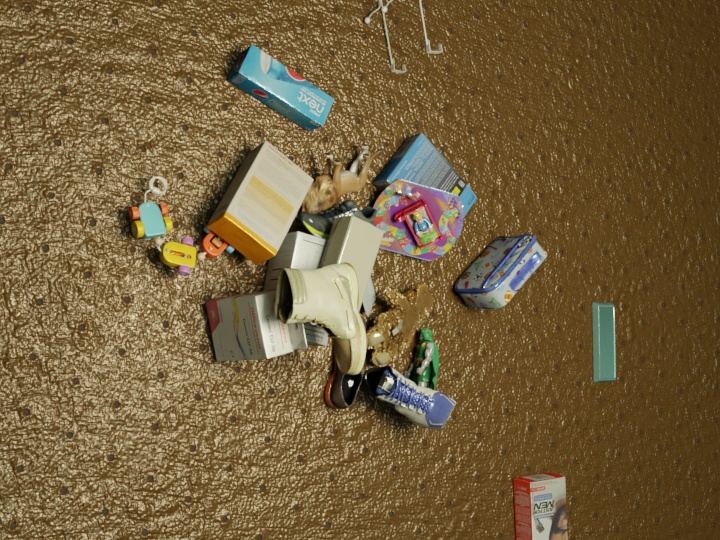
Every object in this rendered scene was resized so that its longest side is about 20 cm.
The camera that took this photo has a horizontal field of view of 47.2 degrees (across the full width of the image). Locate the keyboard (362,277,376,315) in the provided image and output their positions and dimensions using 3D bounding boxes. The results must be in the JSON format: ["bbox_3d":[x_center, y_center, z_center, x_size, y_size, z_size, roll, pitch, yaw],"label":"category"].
[{"bbox_3d":[0.000,0.000,1.666,0.056,0.011,0.200,-60,144,-44],"label":"keyboard"}]

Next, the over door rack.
[{"bbox_3d":[0.079,-0.526,1.731,0.067,0.148,0.200,-23,97,-31],"label":"over door rack"}]

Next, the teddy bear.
[{"bbox_3d":[0.072,0.108,1.722,0.145,0.067,0.200,45,64,-37],"label":"teddy bear"}]

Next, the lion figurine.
[{"bbox_3d":[-0.035,-0.183,1.683,0.200,0.072,0.123,-16,128,-36],"label":"lion figurine"}]

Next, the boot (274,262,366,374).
[{"bbox_3d":[-0.070,0.089,1.425,0.154,0.072,0.200,-4,86,-42],"label":"boot"}]

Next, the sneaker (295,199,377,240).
[{"bbox_3d":[-0.047,-0.104,1.644,0.200,0.074,0.081,3,117,-48],"label":"sneaker"}]

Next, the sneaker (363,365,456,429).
[{"bbox_3d":[0.082,0.248,1.638,0.081,0.199,0.115,-64,158,-7],"label":"sneaker"}]

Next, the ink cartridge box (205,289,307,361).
[{"bbox_3d":[-0.190,0.099,1.494,0.067,0.200,0.117,-14,93,-45],"label":"ink cartridge box"}]

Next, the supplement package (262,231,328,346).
[{"bbox_3d":[-0.118,0.038,1.597,0.114,0.109,0.200,17,78,-29],"label":"supplement package"}]

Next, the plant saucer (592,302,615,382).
[{"bbox_3d":[0.614,0.180,2.066,0.070,0.019,0.200,3,84,-30],"label":"plant saucer"}]

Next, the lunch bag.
[{"bbox_3d":[0.314,-0.002,1.823,0.200,0.160,0.076,-48,109,-23],"label":"lunch bag"}]

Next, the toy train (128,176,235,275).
[{"bbox_3d":[-0.334,-0.071,1.517,0.200,0.056,0.150,40,54,-17],"label":"toy train"}]

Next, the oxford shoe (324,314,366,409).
[{"bbox_3d":[-0.014,0.183,1.669,0.071,0.073,0.200,16,79,-28],"label":"oxford shoe"}]

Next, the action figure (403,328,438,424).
[{"bbox_3d":[0.129,0.220,1.744,0.055,0.118,0.200,15,70,-20],"label":"action figure"}]

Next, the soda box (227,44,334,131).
[{"bbox_3d":[-0.156,-0.358,1.631,0.200,0.064,0.068,30,73,-26],"label":"soda box"}]

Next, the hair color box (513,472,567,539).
[{"bbox_3d":[0.416,0.577,1.897,0.111,0.064,0.200,0,88,-31],"label":"hair color box"}]

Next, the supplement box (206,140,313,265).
[{"bbox_3d":[-0.188,-0.129,1.566,0.126,0.073,0.200,39,54,-22],"label":"supplement box"}]

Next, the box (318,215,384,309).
[{"bbox_3d":[-0.031,0.004,1.544,0.082,0.068,0.200,26,76,-29],"label":"box"}]

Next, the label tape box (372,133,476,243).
[{"bbox_3d":[0.144,-0.175,1.793,0.200,0.066,0.143,45,67,-23],"label":"label tape box"}]

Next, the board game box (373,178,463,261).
[{"bbox_3d":[0.122,-0.097,1.730,0.200,0.039,0.158,15,109,-13],"label":"board game box"}]
